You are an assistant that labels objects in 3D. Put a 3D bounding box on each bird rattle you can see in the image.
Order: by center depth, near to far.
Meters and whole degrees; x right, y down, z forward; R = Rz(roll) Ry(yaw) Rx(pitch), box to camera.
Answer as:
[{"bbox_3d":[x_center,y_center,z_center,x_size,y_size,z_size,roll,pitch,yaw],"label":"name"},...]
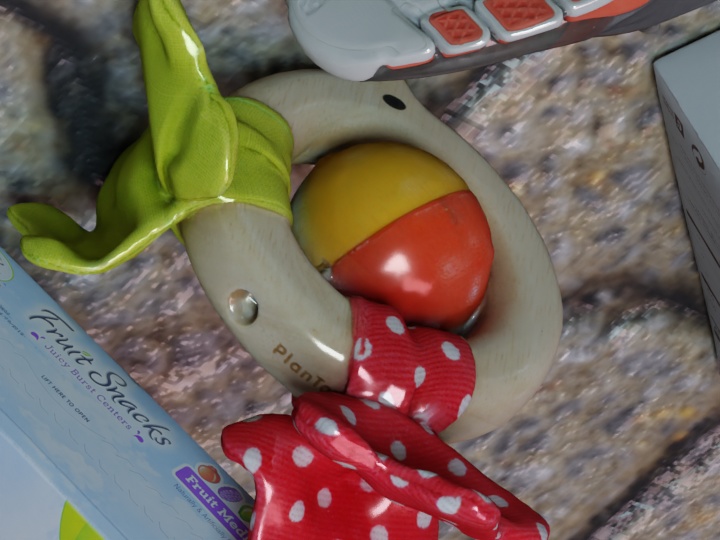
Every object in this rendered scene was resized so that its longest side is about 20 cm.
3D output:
[{"bbox_3d":[0.000,0.000,0.883,0.163,0.200,0.113,-24,152,-48],"label":"bird rattle"}]

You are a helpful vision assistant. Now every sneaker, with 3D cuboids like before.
[{"bbox_3d":[0.075,-0.093,0.906,0.199,0.077,0.082,-21,150,-8],"label":"sneaker"}]

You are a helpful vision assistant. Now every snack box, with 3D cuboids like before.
[{"bbox_3d":[-0.130,0.107,0.930,0.068,0.169,0.200,-27,156,-51],"label":"snack box"}]

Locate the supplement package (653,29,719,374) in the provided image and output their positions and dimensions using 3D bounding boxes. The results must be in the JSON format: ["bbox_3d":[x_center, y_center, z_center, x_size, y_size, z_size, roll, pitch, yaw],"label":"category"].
[{"bbox_3d":[0.189,0.001,1.050,0.117,0.118,0.200,-26,144,-2],"label":"supplement package"}]
